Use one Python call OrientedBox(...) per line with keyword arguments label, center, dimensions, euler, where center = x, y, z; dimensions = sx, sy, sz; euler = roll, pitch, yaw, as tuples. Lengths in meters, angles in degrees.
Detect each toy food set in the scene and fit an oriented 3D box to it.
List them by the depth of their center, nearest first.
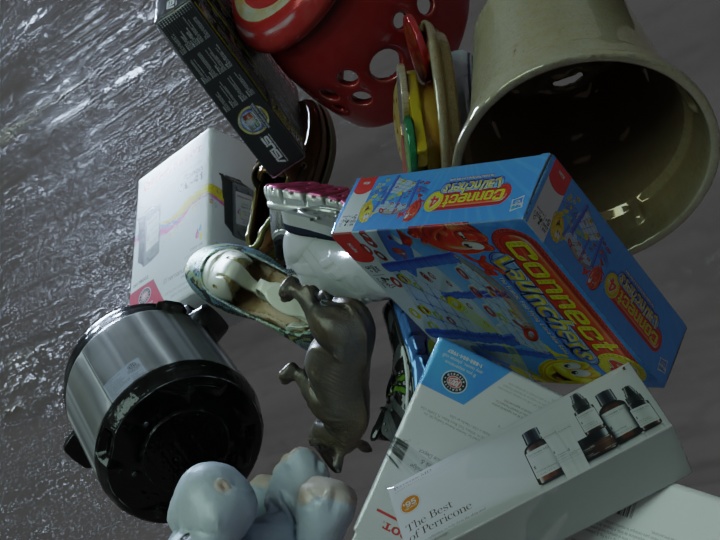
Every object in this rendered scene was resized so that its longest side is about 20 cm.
OrientedBox(label="toy food set", center=(0.058, -0.125, 1.084), dimensions=(0.048, 0.199, 0.203), euler=(-5, 56, 0))

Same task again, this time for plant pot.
OrientedBox(label="plant pot", center=(0.162, -0.139, 0.966), dimensions=(0.200, 0.199, 0.185), euler=(-37, 35, 30))
OrientedBox(label="plant pot", center=(-0.018, -0.268, 1.234), dimensions=(0.199, 0.181, 0.204), euler=(-24, 56, 40))

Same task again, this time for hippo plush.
OrientedBox(label="hippo plush", center=(-0.112, 0.245, 1.067), dimensions=(0.158, 0.159, 0.204), euler=(-3, 73, 56))

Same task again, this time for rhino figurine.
OrientedBox(label="rhino figurine", center=(-0.025, 0.102, 1.080), dimensions=(0.087, 0.059, 0.203), euler=(25, 129, 34))

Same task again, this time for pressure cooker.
OrientedBox(label="pressure cooker", center=(-0.203, 0.129, 1.230), dimensions=(0.200, 0.173, 0.182), euler=(40, 130, 53))

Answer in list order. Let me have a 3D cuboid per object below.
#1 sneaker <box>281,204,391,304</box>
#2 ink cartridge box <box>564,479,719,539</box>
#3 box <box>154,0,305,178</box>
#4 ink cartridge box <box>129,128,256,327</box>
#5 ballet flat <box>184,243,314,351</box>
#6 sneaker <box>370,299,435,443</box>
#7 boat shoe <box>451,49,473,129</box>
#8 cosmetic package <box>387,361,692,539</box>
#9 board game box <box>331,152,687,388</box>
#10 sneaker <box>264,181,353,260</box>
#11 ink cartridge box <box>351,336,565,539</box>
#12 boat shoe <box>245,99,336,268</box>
OrientedBox(label="sneaker", center=(0.000, 0.000, 1.083), dimensions=(0.199, 0.075, 0.082), euler=(25, 114, 52))
OrientedBox(label="ink cartridge box", center=(0.201, 0.233, 0.817), dimensions=(0.199, 0.044, 0.179), euler=(11, 78, 51))
OrientedBox(label="box", center=(-0.130, -0.214, 1.244), dimensions=(0.044, 0.201, 0.161), euler=(-29, 32, 13))
OrientedBox(label="ink cartridge box", center=(-0.182, -0.032, 1.372), dimensions=(0.147, 0.085, 0.203), euler=(-28, 53, 37))
OrientedBox(label="ballet flat", center=(-0.099, 0.015, 1.201), dimensions=(0.198, 0.074, 0.075), euler=(22, 86, 24))
OrientedBox(label="sneaker", center=(0.040, 0.109, 1.050), dimensions=(0.082, 0.070, 0.202), euler=(-28, 54, 29))
OrientedBox(label="boat shoe", center=(0.113, -0.124, 1.104), dimensions=(0.061, 0.073, 0.202), euler=(-5, 49, 0))
OrientedBox(label="cosmetic package", center=(0.120, 0.146, 0.855), dimensions=(0.198, 0.051, 0.083), euler=(-28, 27, 3))
OrientedBox(label="board game box", center=(0.109, 0.007, 0.917), dimensions=(0.194, 0.200, 0.056), euler=(-3, 51, 48))
OrientedBox(label="sneaker", center=(-0.014, -0.031, 1.189), dimensions=(0.198, 0.073, 0.089), euler=(14, 109, 36))
OrientedBox(label="ink cartridge box", center=(0.071, 0.167, 0.940), dimensions=(0.115, 0.068, 0.202), euler=(25, 89, 8))
OrientedBox(label="boat shoe", center=(-0.076, -0.100, 1.297), dimensions=(0.071, 0.067, 0.203), euler=(-22, 53, 43))
